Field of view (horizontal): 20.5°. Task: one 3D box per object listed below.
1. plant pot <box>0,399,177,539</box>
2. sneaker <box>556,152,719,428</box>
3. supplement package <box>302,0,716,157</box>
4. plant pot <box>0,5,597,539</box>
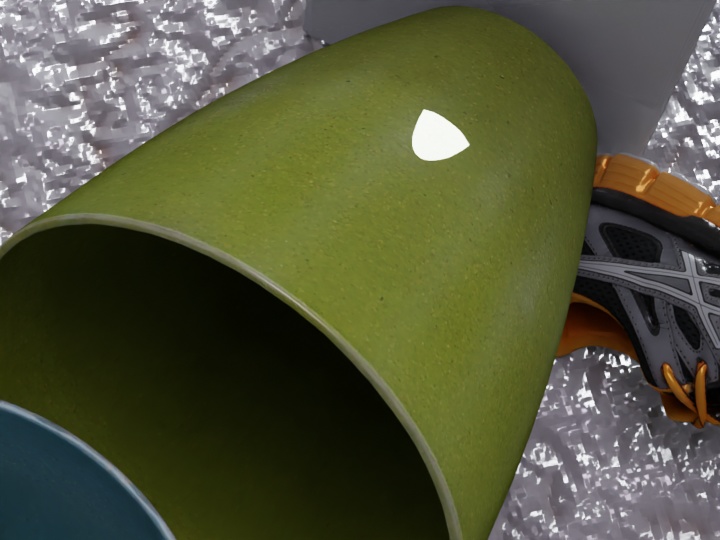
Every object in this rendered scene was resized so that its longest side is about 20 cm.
[{"bbox_3d":[-0.145,0.153,0.616,0.199,0.135,0.201,3,65,-6],"label":"plant pot"},{"bbox_3d":[0.142,0.027,0.722,0.200,0.078,0.077,27,74,44],"label":"sneaker"},{"bbox_3d":[0.089,-0.180,0.789,0.151,0.151,0.201,24,65,4],"label":"supplement package"},{"bbox_3d":[0.000,0.000,0.698,0.187,0.188,0.200,33,51,8],"label":"plant pot"}]
